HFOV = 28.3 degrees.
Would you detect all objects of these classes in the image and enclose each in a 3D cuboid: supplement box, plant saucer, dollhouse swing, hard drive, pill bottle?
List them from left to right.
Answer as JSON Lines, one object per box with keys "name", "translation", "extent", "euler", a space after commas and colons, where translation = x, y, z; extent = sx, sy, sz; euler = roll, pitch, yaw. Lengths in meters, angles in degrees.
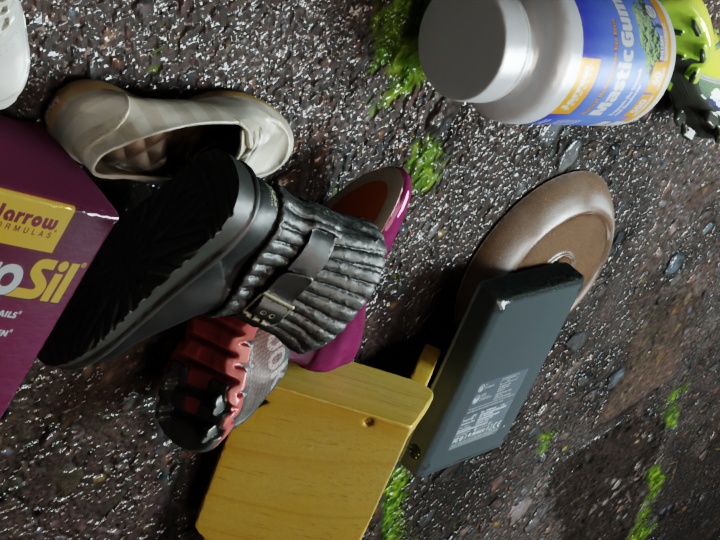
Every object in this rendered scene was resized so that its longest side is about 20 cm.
{"name": "supplement box", "translation": [-0.250, 0.012, 0.803], "extent": [0.130, 0.103, 0.201], "euler": [13, 115, -52]}
{"name": "dollhouse swing", "translation": [-0.034, 0.147, 1.260], "extent": [0.179, 0.177, 0.202], "euler": [17, 120, -9]}
{"name": "hard drive", "translation": [0.122, 0.090, 1.316], "extent": [0.139, 0.033, 0.202], "euler": [-12, 133, -47]}
{"name": "plant saucer", "translation": [0.173, -0.001, 1.345], "extent": [0.199, 0.032, 0.202], "euler": [-31, 143, -26]}
{"name": "pill bottle", "translation": [0.137, -0.164, 1.054], "extent": [0.198, 0.112, 0.113], "euler": [-6, 130, -47]}

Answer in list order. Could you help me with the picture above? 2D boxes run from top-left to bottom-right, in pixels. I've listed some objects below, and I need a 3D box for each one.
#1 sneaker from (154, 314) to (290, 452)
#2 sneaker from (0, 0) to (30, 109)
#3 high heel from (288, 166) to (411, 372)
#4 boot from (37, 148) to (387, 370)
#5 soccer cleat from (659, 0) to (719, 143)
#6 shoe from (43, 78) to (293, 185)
{"name": "sneaker", "translation": [-0.085, 0.033, 1.050], "extent": [0.098, 0.070, 0.203], "euler": [-15, 127, -64]}
{"name": "sneaker", "translation": [-0.204, -0.139, 0.698], "extent": [0.075, 0.099, 0.201], "euler": [-38, 148, -16]}
{"name": "high heel", "translation": [0.000, 0.000, 1.110], "extent": [0.095, 0.068, 0.200], "euler": [9, 133, -41]}
{"name": "boot", "translation": [-0.099, 0.016, 0.940], "extent": [0.210, 0.080, 0.157], "euler": [-30, 148, 26]}
{"name": "soccer cleat", "translation": [0.296, -0.194, 1.271], "extent": [0.200, 0.064, 0.085], "euler": [52, 53, -53]}
{"name": "shoe", "translation": [-0.111, -0.078, 0.913], "extent": [0.199, 0.053, 0.070], "euler": [0, 125, -49]}
